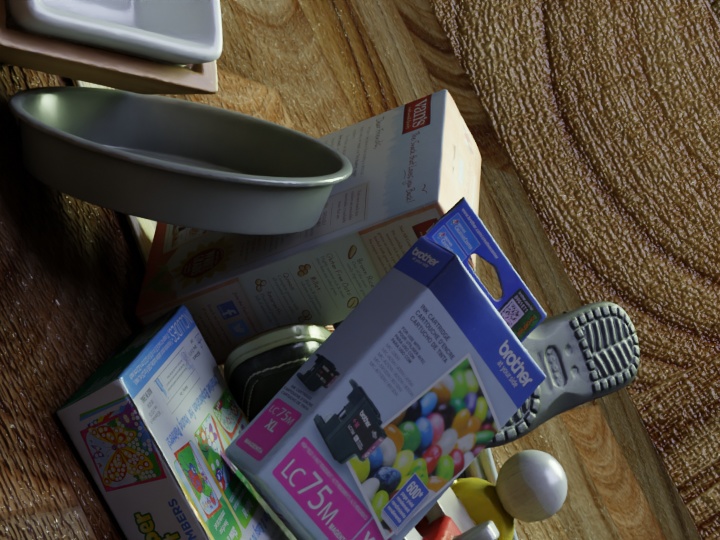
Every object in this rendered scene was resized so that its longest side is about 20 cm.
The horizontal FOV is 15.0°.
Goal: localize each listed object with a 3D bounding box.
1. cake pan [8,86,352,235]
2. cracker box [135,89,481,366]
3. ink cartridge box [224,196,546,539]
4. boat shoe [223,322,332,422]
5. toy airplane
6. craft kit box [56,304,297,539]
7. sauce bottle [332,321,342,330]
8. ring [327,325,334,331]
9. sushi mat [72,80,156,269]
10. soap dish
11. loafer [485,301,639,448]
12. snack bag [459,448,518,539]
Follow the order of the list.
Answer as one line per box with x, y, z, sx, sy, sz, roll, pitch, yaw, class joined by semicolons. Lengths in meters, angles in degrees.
-0.105;-0.063;1.561;0.200;0.199;0.037;-68;170;-77;cake pan
-0.028;-0.022;1.636;0.058;0.199;0.134;60;19;-27;cracker box
0.027;0.069;1.535;0.042;0.200;0.119;27;-20;47;ink cartridge box
-0.038;0.093;1.632;0.201;0.071;0.066;90;-16;-67;boat shoe
0.066;0.157;1.676;0.199;0.141;0.200;51;-9;45;toy airplane
-0.081;0.131;1.493;0.198;0.048;0.200;59;11;-5;craft kit box
0.000;0.000;1.726;0.065;0.065;0.200;58;0;-20;sauce bottle
-0.052;-0.023;1.816;0.200;0.019;0.201;35;27;-20;ring
-0.138;-0.045;1.745;0.201;0.012;0.096;67;12;24;sushi mat
-0.164;-0.202;1.597;0.157;0.081;0.201;10;65;-39;soap dish
0.081;0.069;1.657;0.199;0.071;0.073;-9;85;-39;loafer
0.064;0.133;1.860;0.200;0.021;0.189;-144;-147;-72;snack bag
